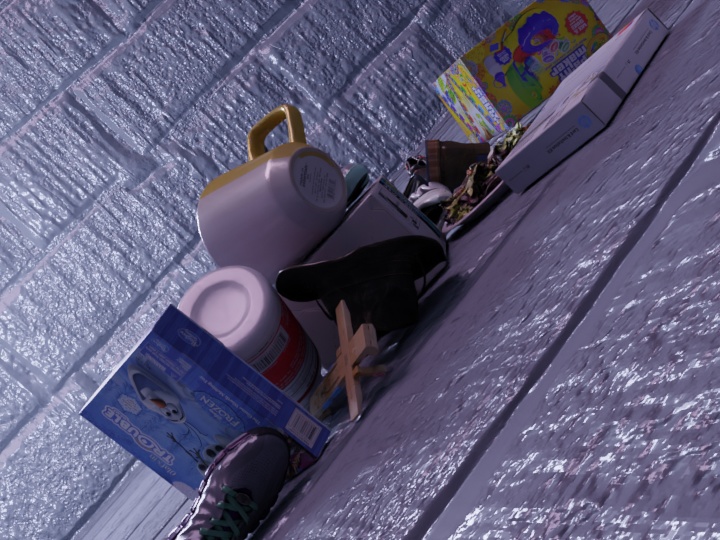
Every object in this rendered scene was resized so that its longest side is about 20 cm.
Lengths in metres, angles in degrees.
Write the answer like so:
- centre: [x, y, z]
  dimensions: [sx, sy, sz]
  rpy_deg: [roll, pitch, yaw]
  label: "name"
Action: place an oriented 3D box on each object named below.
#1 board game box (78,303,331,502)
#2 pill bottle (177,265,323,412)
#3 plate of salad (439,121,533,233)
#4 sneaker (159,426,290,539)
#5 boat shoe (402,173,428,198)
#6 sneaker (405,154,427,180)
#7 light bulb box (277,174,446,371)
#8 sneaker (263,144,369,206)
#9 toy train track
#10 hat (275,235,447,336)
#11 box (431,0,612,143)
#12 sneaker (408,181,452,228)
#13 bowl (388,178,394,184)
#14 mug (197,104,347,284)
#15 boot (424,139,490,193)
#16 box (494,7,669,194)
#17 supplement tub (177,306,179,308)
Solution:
- centre: [-0.161, 0.153, 0.985]
  dimensions: [0.199, 0.200, 0.044]
  rpy_deg: [-42, 12, 44]
  label: "board game box"
- centre: [-0.109, 0.092, 1.055]
  dimensions: [0.112, 0.112, 0.200]
  rpy_deg: [-48, -36, -14]
  label: "pill bottle"
- centre: [0.167, -0.128, 1.258]
  dimensions: [0.200, 0.048, 0.200]
  rpy_deg: [-47, 6, 6]
  label: "plate of salad"
- centre: [-0.123, 0.238, 0.880]
  dimensions: [0.201, 0.074, 0.088]
  rpy_deg: [-54, 21, 7]
  label: "sneaker"
- centre: [0.058, -0.069, 1.588]
  dimensions: [0.201, 0.062, 0.075]
  rpy_deg: [-55, 14, -16]
  label: "boat shoe"
- centre: [0.128, -0.199, 1.902]
  dimensions: [0.077, 0.082, 0.200]
  rpy_deg: [-46, 6, 13]
  label: "sneaker"
- centre: [0.000, 0.000, 1.232]
  dimensions: [0.198, 0.125, 0.200]
  rpy_deg: [-46, 4, 13]
  label: "light bulb box"
- centre: [-0.076, -0.120, 1.281]
  dimensions: [0.078, 0.140, 0.200]
  rpy_deg: [-47, 3, -30]
  label: "sneaker"
- centre: [-0.011, 0.104, 0.971]
  dimensions: [0.200, 0.032, 0.116]
  rpy_deg: [123, 143, -57]
  label: "toy train track"
- centre: [0.008, 0.033, 1.020]
  dimensions: [0.198, 0.082, 0.201]
  rpy_deg: [-11, -13, -3]
  label: "hat"
- centre: [0.233, -0.298, 1.433]
  dimensions: [0.199, 0.122, 0.193]
  rpy_deg: [-37, 5, -7]
  label: "box"
- centre: [0.061, -0.046, 1.420]
  dimensions: [0.200, 0.075, 0.081]
  rpy_deg: [-48, 14, 2]
  label: "sneaker"
- centre: [0.017, -0.057, 1.705]
  dimensions: [0.201, 0.090, 0.201]
  rpy_deg: [-47, 4, 5]
  label: "bowl"
- centre: [-0.103, -0.093, 1.170]
  dimensions: [0.149, 0.188, 0.153]
  rpy_deg: [-29, 0, -45]
  label: "mug"
- centre: [0.153, -0.145, 1.502]
  dimensions: [0.096, 0.076, 0.200]
  rpy_deg: [-4, -14, 8]
  label: "boot"
- centre: [0.247, -0.189, 1.096]
  dimensions: [0.200, 0.041, 0.156]
  rpy_deg: [-53, 7, -37]
  label: "box"
- centre: [-0.165, 0.118, 1.278]
  dimensions: [0.132, 0.200, 0.132]
  rpy_deg: [-47, 5, 6]
  label: "supplement tub"
